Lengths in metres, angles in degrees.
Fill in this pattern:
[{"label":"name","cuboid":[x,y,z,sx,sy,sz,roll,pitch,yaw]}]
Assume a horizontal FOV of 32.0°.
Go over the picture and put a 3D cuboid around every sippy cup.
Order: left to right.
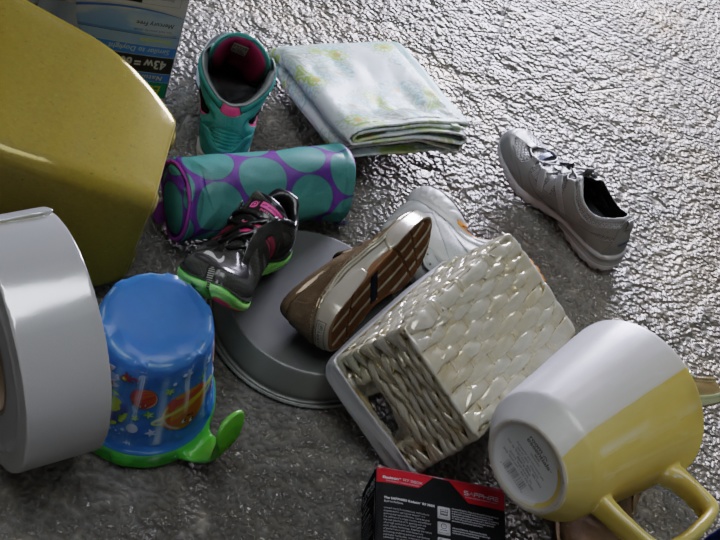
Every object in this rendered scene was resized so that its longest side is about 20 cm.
[{"label":"sippy cup","cuboid":[-0.180,0.076,1.063,0.175,0.131,0.141,12,50,-9]}]

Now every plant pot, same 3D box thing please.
[{"label":"plant pot","cuboid":[-0.281,-0.097,1.141,0.197,0.195,0.198,19,47,-14]}]

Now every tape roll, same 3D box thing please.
[{"label":"tape roll","cuboid":[-0.268,0.054,1.002,0.070,0.204,0.204,-13,57,-29]}]

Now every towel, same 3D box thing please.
[{"label":"towel","cuboid":[0.009,-0.197,1.405,0.169,0.049,0.201,-5,41,-32]}]

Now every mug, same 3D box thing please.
[{"label":"mug","cuboid":[0.200,0.141,1.054,0.152,0.152,0.185,-21,26,-39]}]

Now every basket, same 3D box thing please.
[{"label":"basket","cuboid":[0.088,0.075,1.156,0.200,0.123,0.136,-39,95,-40]}]

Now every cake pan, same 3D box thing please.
[{"label":"cake pan","cuboid":[-0.051,0.039,1.215,0.197,0.037,0.202,11,48,-13]}]

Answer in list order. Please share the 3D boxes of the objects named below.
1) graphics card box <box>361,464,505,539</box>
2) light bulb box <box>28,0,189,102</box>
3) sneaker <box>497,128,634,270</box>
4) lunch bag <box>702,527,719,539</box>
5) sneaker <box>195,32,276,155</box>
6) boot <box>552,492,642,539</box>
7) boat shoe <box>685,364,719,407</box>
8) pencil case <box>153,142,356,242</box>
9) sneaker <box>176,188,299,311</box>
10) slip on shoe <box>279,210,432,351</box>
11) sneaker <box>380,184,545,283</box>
[{"label":"graphics card box","cuboid":[0.062,0.271,1.055,0.123,0.051,0.202,12,47,-12]},{"label":"light bulb box","cuboid":[-0.281,-0.280,1.280,0.195,0.201,0.126,6,51,-17]},{"label":"sneaker","cuboid":[0.238,-0.098,1.415,0.074,0.082,0.200,-28,66,-37]},{"label":"lunch bag","cuboid":[0.305,0.292,1.051,0.197,0.171,0.129,-11,62,-30]},{"label":"sneaker","cuboid":[-0.137,-0.213,1.335,0.082,0.121,0.202,8,49,-15]},{"label":"boot","cuboid":[0.235,0.200,1.169,0.073,0.076,0.201,30,49,1]},{"label":"boat shoe","cuboid":[0.273,0.100,1.261,0.197,0.073,0.064,8,87,-8]},{"label":"pencil case","cuboid":[-0.102,-0.079,1.260,0.197,0.092,0.087,-8,87,-31]},{"label":"sneaker","cuboid":[-0.106,-0.027,1.129,0.076,0.085,0.200,24,24,4]},{"label":"slip on shoe","cuboid":[0.000,0.000,1.199,0.060,0.077,0.200,24,48,24]},{"label":"sneaker","cuboid":[0.102,0.002,1.293,0.199,0.076,0.092,38,55,22]}]
